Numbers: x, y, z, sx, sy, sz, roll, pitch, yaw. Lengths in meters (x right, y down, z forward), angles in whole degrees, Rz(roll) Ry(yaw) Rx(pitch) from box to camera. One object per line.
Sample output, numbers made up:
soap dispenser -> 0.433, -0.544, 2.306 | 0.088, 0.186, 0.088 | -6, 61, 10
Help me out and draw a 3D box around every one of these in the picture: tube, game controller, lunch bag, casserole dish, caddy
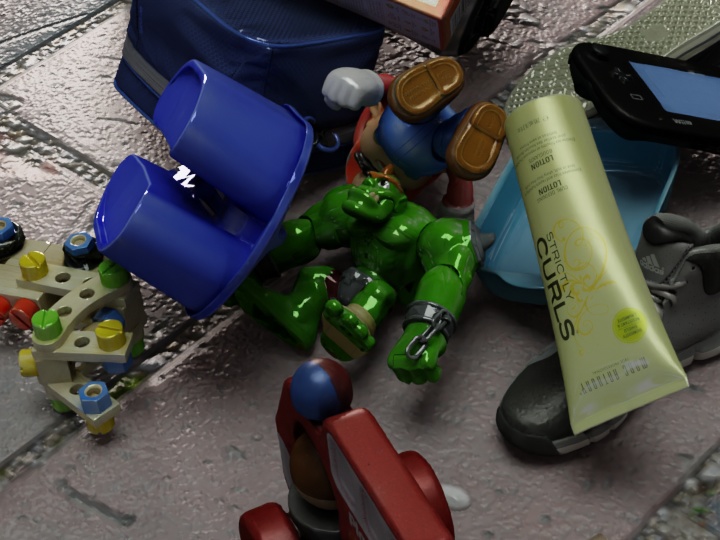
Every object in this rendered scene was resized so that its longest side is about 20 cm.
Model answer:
tube -> 0.134, -0.009, 1.055 | 0.052, 0.058, 0.201 | -5, 66, -18
game controller -> 0.241, -0.115, 1.248 | 0.199, 0.042, 0.104 | 6, 28, -28
lunch bag -> -0.079, -0.144, 1.292 | 0.136, 0.133, 0.200 | -12, 40, -38
casserole dish -> 0.148, -0.036, 1.208 | 0.121, 0.039, 0.200 | 5, 40, 23
caddy -> -0.092, -0.049, 1.127 | 0.105, 0.142, 0.200 | 31, 7, -17

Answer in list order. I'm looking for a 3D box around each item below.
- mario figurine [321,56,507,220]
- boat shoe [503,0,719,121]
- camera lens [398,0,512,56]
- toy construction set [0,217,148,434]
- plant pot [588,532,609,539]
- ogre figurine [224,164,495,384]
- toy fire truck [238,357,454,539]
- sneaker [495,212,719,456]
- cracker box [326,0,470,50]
mario figurine -> 0.029, -0.075, 1.190 | 0.106, 0.200, 0.124 | -10, 86, -11
boat shoe -> 0.200, -0.145, 1.325 | 0.200, 0.062, 0.075 | -30, 51, -5
camera lens -> 0.035, -0.272, 1.369 | 0.200, 0.160, 0.160 | 29, 48, 5
toy construction set -> -0.224, 0.024, 1.152 | 0.199, 0.092, 0.131 | 20, 46, 9
plant pot -> 0.063, 0.249, 0.826 | 0.199, 0.188, 0.188 | -24, 44, -2
ogre figurine -> 0.000, 0.000, 1.155 | 0.120, 0.098, 0.200 | -48, 24, -24
toy fire truck -> 0.004, 0.135, 0.945 | 0.112, 0.168, 0.200 | -18, 44, -15
sneaker -> 0.161, 0.024, 1.095 | 0.200, 0.116, 0.075 | -31, 49, -27
cracker box -> -0.002, -0.257, 1.250 | 0.199, 0.058, 0.134 | 25, 77, 11
